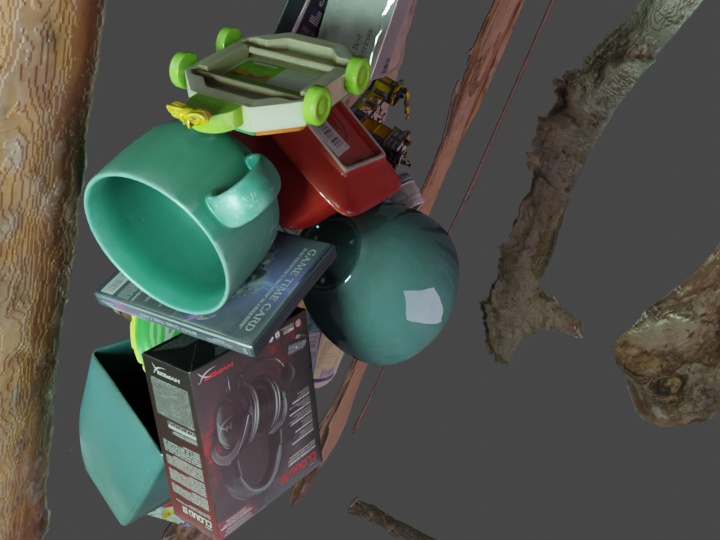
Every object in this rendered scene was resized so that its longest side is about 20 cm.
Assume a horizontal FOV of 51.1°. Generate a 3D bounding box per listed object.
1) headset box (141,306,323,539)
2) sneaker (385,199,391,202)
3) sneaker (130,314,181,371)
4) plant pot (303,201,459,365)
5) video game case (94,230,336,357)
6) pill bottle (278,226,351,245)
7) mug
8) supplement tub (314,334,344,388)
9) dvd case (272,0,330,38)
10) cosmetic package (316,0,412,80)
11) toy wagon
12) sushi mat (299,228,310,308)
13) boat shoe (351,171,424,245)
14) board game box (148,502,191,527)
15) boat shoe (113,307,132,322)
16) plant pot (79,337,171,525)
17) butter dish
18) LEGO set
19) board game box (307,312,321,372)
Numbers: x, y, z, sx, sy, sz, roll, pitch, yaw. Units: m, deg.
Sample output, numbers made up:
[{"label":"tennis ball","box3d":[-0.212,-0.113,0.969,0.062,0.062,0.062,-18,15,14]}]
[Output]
[{"label":"headset box","box3d":[-0.117,0.148,0.739,0.148,0.077,0.203,-26,119,-45]},{"label":"sneaker","box3d":[0.001,-0.127,1.110,0.079,0.130,0.201,-40,147,-27]},{"label":"sneaker","box3d":[-0.159,0.022,0.775,0.201,0.083,0.075,-54,129,-34]},{"label":"plant pot","box3d":[0.000,0.000,0.904,0.134,0.199,0.202,27,92,-50]},{"label":"video game case","box3d":[-0.141,0.004,0.733,0.143,0.198,0.019,-52,145,-37]},{"label":"pill bottle","box3d":[-0.064,-0.068,1.074,0.112,0.111,0.201,-53,166,-31]},{"label":"mug","box3d":[-0.134,-0.051,0.664,0.115,0.183,0.153,-54,150,-39]},{"label":"supplement tub","box3d":[-0.079,0.077,1.252,0.145,0.144,0.202,-38,154,-60]},{"label":"dvd case","box3d":[-0.024,-0.334,0.855,0.202,0.025,0.150,-64,167,10]},{"label":"cosmetic package","box3d":[0.018,-0.319,0.819,0.051,0.082,0.202,-34,150,-56]},{"label":"toy wagon","box3d":[-0.091,-0.161,0.657,0.200,0.154,0.040,-48,149,-43]},{"label":"sushi mat","box3d":[-0.075,0.006,1.005,0.095,0.012,0.201,10,115,-54]},{"label":"boat shoe","box3d":[0.052,-0.066,1.212,0.074,0.087,0.202,-24,161,-36]},{"label":"board game box","box3d":[-0.188,0.238,0.997,0.199,0.104,0.105,-33,141,13]},{"label":"boat shoe","box3d":[-0.192,0.019,0.853,0.071,0.070,0.200,-62,167,24]},{"label":"plant pot","box3d":[-0.229,0.186,0.855,0.140,0.141,0.201,-19,148,-48]},{"label":"butter dish","box3d":[-0.079,-0.118,0.827,0.148,0.201,0.199,-40,178,26]},{"label":"LEGO set","box3d":[0.043,-0.196,1.204,0.154,0.115,0.201,-49,164,-41]},{"label":"board game box","box3d":[-0.160,0.140,1.015,0.197,0.041,0.201,-7,139,-19]}]
